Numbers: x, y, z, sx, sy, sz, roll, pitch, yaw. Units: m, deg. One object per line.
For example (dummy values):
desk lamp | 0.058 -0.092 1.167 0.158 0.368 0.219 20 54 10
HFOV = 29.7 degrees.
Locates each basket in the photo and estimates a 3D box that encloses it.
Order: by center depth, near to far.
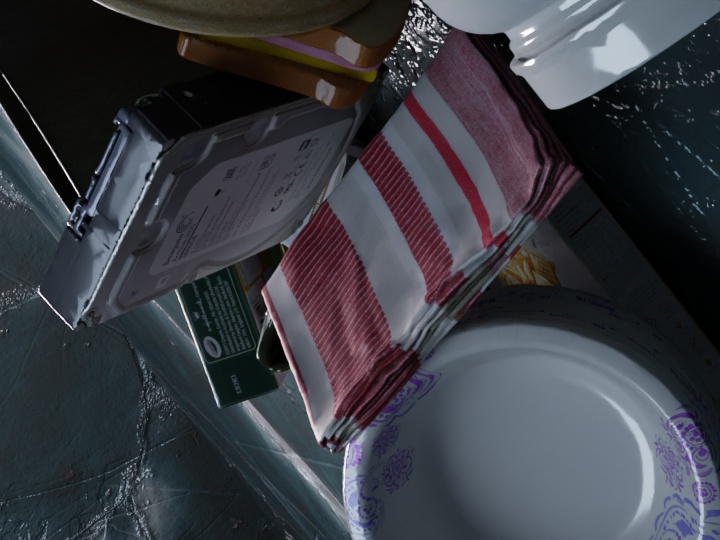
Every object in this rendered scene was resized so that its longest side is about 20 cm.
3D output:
basket | -0.114 -0.132 0.823 0.181 0.199 0.136 60 166 -21

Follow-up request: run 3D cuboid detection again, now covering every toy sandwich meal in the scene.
toy sandwich meal | -0.073 -0.158 0.715 0.205 0.204 0.071 41 137 29

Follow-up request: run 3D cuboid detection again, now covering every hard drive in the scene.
hard drive | -0.077 -0.052 0.761 0.038 0.200 0.140 44 126 16

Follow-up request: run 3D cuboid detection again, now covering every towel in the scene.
towel | 0.020 -0.020 0.708 0.023 0.200 0.144 23 -154 -34

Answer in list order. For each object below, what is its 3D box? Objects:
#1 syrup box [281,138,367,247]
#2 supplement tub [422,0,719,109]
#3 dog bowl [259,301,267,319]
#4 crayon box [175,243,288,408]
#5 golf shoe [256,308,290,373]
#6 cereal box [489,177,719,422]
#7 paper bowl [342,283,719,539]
syrup box | -0.048 -0.070 0.984 0.078 0.082 0.200 12 -167 -40
supplement tub | 0.047 -0.165 0.414 0.200 0.144 0.144 52 165 -7
dog bowl | 0.026 0.044 0.987 0.199 0.059 0.200 25 -173 -3
crayon box | -0.090 0.015 1.045 0.200 0.051 0.127 -60 -49 -78
golf shoe | 0.000 0.000 0.806 0.078 0.097 0.200 37 139 -1
cereal box | 0.125 0.009 0.809 0.200 0.039 0.144 51 165 -4
paper bowl | 0.096 0.107 0.739 0.201 0.200 0.104 51 -159 -5
